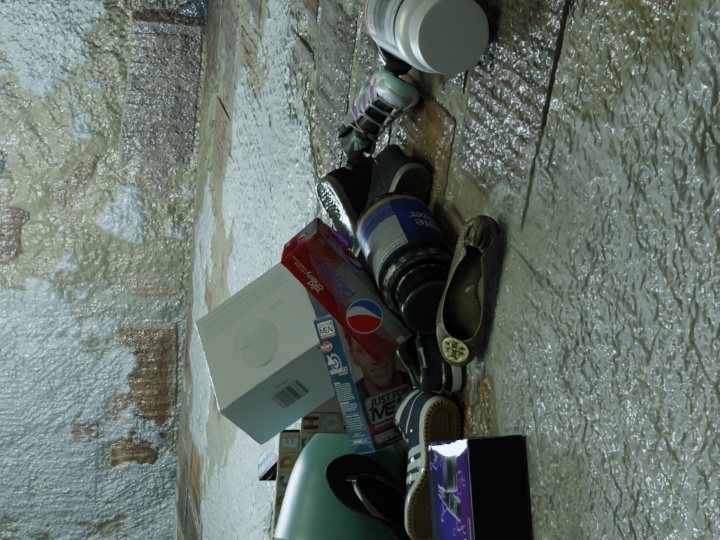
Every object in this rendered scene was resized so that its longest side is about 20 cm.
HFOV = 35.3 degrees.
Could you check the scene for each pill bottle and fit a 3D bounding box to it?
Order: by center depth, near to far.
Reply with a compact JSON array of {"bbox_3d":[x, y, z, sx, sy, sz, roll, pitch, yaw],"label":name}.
[{"bbox_3d":[0.086,-0.318,1.452,0.200,0.112,0.115,-129,42,-63],"label":"pill bottle"},{"bbox_3d":[0.069,-0.010,1.515,0.201,0.110,0.113,-114,29,-51],"label":"pill bottle"}]

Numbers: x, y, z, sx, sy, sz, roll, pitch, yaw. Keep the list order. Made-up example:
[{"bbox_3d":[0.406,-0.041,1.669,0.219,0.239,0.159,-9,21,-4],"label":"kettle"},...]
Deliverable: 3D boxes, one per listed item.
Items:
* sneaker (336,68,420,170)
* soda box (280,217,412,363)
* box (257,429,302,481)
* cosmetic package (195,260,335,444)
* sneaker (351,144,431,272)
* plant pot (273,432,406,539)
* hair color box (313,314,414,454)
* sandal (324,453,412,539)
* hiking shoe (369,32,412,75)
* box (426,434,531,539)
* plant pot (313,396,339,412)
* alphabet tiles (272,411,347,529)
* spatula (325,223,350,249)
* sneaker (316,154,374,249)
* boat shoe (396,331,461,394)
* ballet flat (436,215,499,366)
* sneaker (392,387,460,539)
[{"bbox_3d":[0.015,-0.212,1.662,0.141,0.077,0.200,-60,7,-6],"label":"sneaker"},{"bbox_3d":[-0.017,0.027,1.529,0.070,0.200,0.064,-39,15,14],"label":"soda box"},{"bbox_3d":[-0.080,0.314,1.917,0.200,0.157,0.047,126,143,-62],"label":"box"},{"bbox_3d":[-0.129,0.120,1.749,0.123,0.198,0.201,47,-167,-44],"label":"cosmetic package"},{"bbox_3d":[0.034,-0.079,1.654,0.202,0.074,0.106,-62,27,17],"label":"sneaker"},{"bbox_3d":[-0.018,0.332,1.687,0.200,0.198,0.163,147,134,-69],"label":"plant pot"},{"bbox_3d":[0.014,0.150,1.619,0.060,0.099,0.202,-19,88,55],"label":"hair color box"},{"bbox_3d":[0.037,0.320,1.565,0.199,0.076,0.043,35,158,18],"label":"sandal"},{"bbox_3d":[0.060,-0.379,1.595,0.101,0.075,0.203,-163,74,-75],"label":"hiking shoe"},{"bbox_3d":[0.141,0.302,1.353,0.141,0.078,0.203,144,123,-72],"label":"box"},{"bbox_3d":[-0.131,0.139,1.947,0.201,0.175,0.202,75,-178,-55],"label":"plant pot"},{"bbox_3d":[-0.053,0.323,1.820,0.008,0.165,0.203,-127,40,-71],"label":"alphabet tiles"},{"bbox_3d":[0.000,0.000,1.692,0.200,0.021,0.057,47,151,4],"label":"spatula"},{"bbox_3d":[0.022,-0.073,1.733,0.074,0.106,0.202,-3,116,57],"label":"sneaker"},{"bbox_3d":[0.081,0.106,1.560,0.200,0.059,0.077,-131,38,-66],"label":"boat shoe"},{"bbox_3d":[0.131,0.030,1.392,0.046,0.067,0.202,-43,-32,-63],"label":"ballet flat"},{"bbox_3d":[0.084,0.258,1.540,0.108,0.069,0.203,-151,66,-67],"label":"sneaker"}]
